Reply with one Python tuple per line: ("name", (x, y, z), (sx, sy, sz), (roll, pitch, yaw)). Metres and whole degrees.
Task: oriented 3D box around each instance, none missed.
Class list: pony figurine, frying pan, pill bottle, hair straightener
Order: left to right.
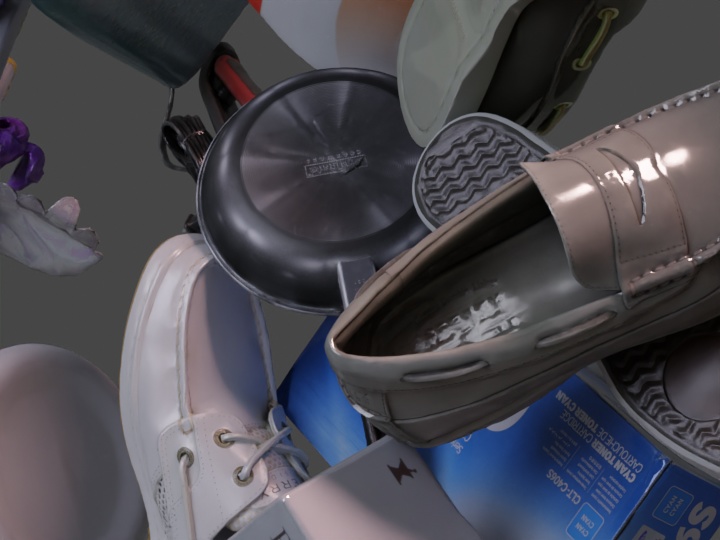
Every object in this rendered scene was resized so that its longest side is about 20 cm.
("pill bottle", (-0.200, 0.111, 1.063), (0.200, 0.116, 0.116), (-19, 54, 39))
("pony figurine", (-0.213, -0.046, 1.172), (0.193, 0.166, 0.201), (128, 152, -67))
("hair straightener", (-0.068, -0.053, 1.079), (0.077, 0.041, 0.200), (-52, 39, 10))
("frying pan", (-0.016, -0.004, 0.886), (0.114, 0.031, 0.191), (9, 59, 10))

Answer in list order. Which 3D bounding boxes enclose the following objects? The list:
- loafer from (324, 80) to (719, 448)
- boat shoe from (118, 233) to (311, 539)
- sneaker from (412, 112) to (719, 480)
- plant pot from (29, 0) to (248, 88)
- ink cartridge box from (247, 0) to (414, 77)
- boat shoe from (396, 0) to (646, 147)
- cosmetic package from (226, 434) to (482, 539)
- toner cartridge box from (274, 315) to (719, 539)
("loafer", (0.079, -0.010, 0.755), (0.200, 0.070, 0.070), (-35, 59, 7))
("boat shoe", (-0.047, 0.086, 0.915), (0.069, 0.071, 0.201), (3, 100, 43))
("sneaker", (0.110, 0.014, 0.826), (0.073, 0.085, 0.200), (-50, 56, 4))
("plant pot", (-0.132, -0.225, 1.020), (0.196, 0.200, 0.197), (42, 102, 18))
("ink cartridge box", (-0.009, -0.144, 0.901), (0.162, 0.199, 0.050), (108, 174, -50))
("boat shoe", (0.073, -0.113, 0.825), (0.202, 0.060, 0.072), (122, 141, -53))
("cosmetic package", (-0.033, 0.154, 0.825), (0.102, 0.071, 0.200), (55, 131, 10))
("toner cartridge box", (0.048, 0.065, 0.877), (0.095, 0.043, 0.200), (-57, 39, 8))
